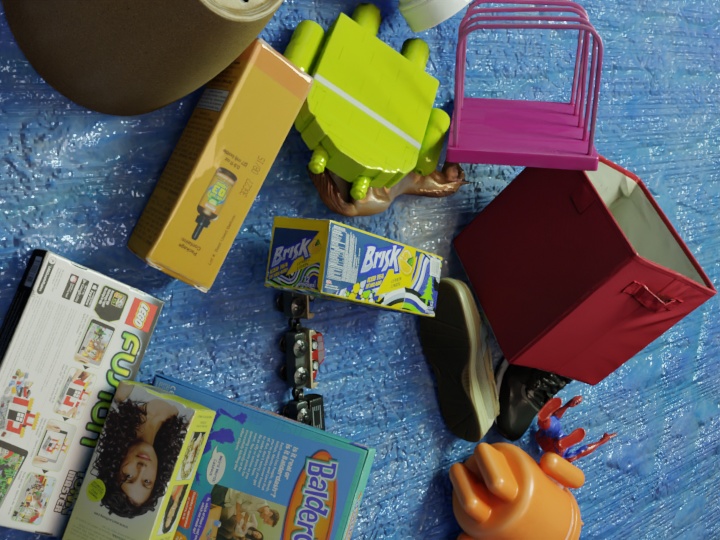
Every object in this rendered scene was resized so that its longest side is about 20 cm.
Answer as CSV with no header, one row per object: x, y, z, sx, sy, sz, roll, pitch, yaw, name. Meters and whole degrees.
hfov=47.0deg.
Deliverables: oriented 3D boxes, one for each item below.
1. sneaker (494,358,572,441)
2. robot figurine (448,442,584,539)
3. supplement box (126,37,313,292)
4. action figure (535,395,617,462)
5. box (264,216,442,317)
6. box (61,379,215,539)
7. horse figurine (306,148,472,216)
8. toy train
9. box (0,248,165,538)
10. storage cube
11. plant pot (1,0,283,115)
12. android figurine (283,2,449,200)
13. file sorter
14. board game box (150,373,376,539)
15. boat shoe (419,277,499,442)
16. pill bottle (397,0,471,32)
0.230,0.116,1.013,0.075,0.087,0.203,37,72,-36,sneaker
0.183,0.281,0.976,0.199,0.115,0.146,40,67,-34,robot figurine
-0.119,-0.090,0.695,0.066,0.068,0.203,29,84,-37,supplement box
0.263,0.190,1.012,0.098,0.066,0.201,-33,157,-5,action figure
0.000,0.000,0.791,0.198,0.069,0.066,16,82,-54,box
-0.184,0.195,0.649,0.050,0.074,0.204,43,63,-74,box
0.018,-0.109,0.838,0.199,0.049,0.135,-33,109,-35,horse figurine
-0.055,0.080,0.806,0.045,0.034,0.205,-10,102,-42,toy train
-0.241,0.098,0.651,0.109,0.034,0.204,28,77,-38,box
0.238,-0.004,0.905,0.169,0.180,0.203,17,41,-39,storage cube
-0.139,-0.213,0.598,0.183,0.198,0.191,-6,99,-38,plant pot
0.006,-0.158,0.782,0.180,0.041,0.203,29,57,-19,android figurine
0.159,-0.193,0.811,0.201,0.135,0.128,-71,163,-64,file sorter
-0.102,0.191,0.686,0.045,0.196,0.155,51,57,-75,board game box
0.119,0.094,0.931,0.063,0.072,0.205,-33,118,-39,boat shoe
0.032,-0.333,0.776,0.112,0.111,0.202,-46,116,-26,pill bottle
